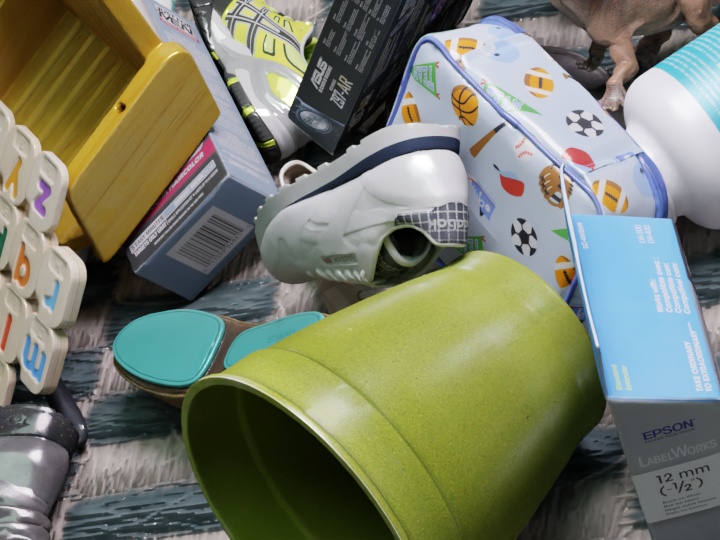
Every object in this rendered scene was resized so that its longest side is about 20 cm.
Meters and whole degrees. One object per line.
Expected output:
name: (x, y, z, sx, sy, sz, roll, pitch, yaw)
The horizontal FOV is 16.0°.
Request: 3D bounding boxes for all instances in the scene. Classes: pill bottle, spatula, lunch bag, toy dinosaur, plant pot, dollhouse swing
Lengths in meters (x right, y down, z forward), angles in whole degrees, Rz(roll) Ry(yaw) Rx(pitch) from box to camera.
pill bottle: (0.241, -0.100, 1.595, 0.200, 0.111, 0.111, -33, 44, -6)
spatula: (-0.229, 0.054, 1.737, 0.020, 0.057, 0.200, -3, 36, -38)
lunch bag: (0.092, -0.050, 1.573, 0.075, 0.161, 0.200, -19, 54, -33)
toy dinosaur: (0.186, -0.190, 1.669, 0.199, 0.136, 0.086, -15, 29, -31)
plant pot: (0.033, 0.091, 1.477, 0.193, 0.201, 0.200, -38, 43, -28)
dollhouse swing: (-0.223, -0.146, 1.704, 0.182, 0.176, 0.200, -52, 46, 5)

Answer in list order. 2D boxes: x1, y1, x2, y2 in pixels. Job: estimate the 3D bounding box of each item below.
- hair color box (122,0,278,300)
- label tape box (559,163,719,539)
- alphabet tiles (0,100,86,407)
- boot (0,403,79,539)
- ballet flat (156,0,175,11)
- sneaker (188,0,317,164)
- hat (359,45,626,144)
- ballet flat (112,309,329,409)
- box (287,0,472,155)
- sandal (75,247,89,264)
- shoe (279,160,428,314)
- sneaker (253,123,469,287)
hair color box: (-0.134, -0.087, 1.767, 0.099, 0.061, 0.200, -45, 46, 18)
label tape box: (0.166, 0.051, 1.425, 0.066, 0.200, 0.144, -14, 44, 6)
alphabet tiles: (-0.242, -0.005, 1.720, 0.015, 0.196, 0.200, 0, 28, -37)
boot: (-0.281, 0.157, 1.647, 0.199, 0.070, 0.132, -9, 52, 25)
ballet flat: (-0.230, -0.161, 1.926, 0.199, 0.070, 0.070, -22, 44, 5)
sneaker: (-0.070, -0.157, 1.840, 0.076, 0.076, 0.200, -23, 53, -7)
hat: (0.078, -0.106, 1.702, 0.200, 0.081, 0.201, -13, 44, 13)
ballet flat: (-0.072, 0.064, 1.614, 0.199, 0.072, 0.068, -6, 47, 42)
box: (0.034, -0.185, 1.702, 0.043, 0.200, 0.160, 39, 61, 7)
sandal: (-0.220, -0.059, 1.820, 0.079, 0.059, 0.207, -11, 46, 17)
shoe: (0.000, 0.000, 1.656, 0.070, 0.053, 0.200, -33, 49, -3)
sneaker: (-0.002, -0.022, 1.567, 0.076, 0.200, 0.081, -5, 74, -32)
